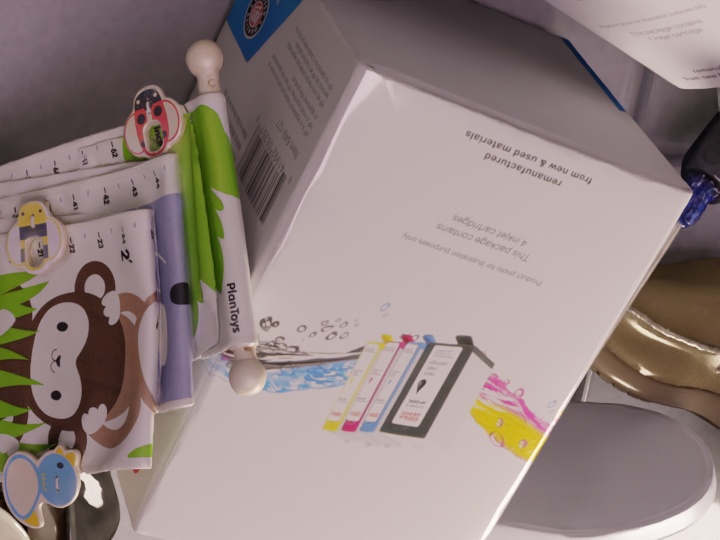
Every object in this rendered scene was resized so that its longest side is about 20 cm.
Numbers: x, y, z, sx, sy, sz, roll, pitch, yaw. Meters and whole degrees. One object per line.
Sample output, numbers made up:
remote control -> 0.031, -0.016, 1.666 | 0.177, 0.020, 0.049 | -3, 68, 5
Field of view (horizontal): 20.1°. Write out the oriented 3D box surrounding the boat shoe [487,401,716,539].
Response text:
boat shoe -> 0.062, 0.108, 0.905 | 0.199, 0.074, 0.065 | -6, 141, 18

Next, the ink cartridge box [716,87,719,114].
ink cartridge box -> 0.224, -0.117, 0.767 | 0.085, 0.146, 0.200 | 27, 120, -9

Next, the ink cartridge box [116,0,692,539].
ink cartridge box -> 0.000, 0.000, 0.791 | 0.144, 0.147, 0.200 | 18, 113, -25

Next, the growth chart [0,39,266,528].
growth chart -> -0.117, 0.018, 0.737 | 0.200, 0.145, 0.018 | -20, 165, 26

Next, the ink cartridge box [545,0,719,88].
ink cartridge box -> 0.091, -0.176, 0.718 | 0.200, 0.086, 0.147 | 28, 73, -27

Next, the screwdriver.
screwdriver -> 0.122, -0.010, 0.826 | 0.200, 0.028, 0.029 | -50, 154, -34

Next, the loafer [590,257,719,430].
loafer -> 0.144, 0.023, 0.895 | 0.200, 0.076, 0.068 | 25, 104, -40

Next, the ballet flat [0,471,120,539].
ballet flat -> -0.145, 0.051, 0.816 | 0.068, 0.068, 0.200 | 1, 126, 26
